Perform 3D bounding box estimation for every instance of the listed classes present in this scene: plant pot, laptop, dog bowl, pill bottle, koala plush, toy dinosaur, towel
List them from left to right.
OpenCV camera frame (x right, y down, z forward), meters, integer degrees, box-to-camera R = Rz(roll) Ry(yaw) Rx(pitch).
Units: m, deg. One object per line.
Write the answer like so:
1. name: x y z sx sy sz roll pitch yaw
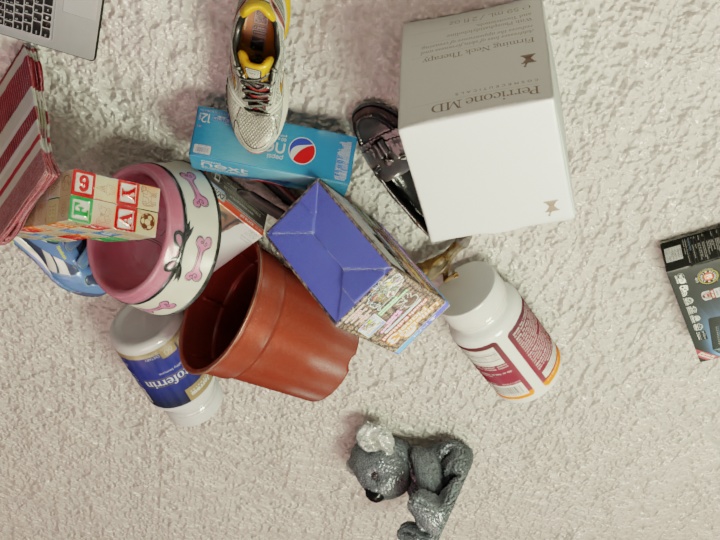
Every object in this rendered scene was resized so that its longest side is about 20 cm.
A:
1. laptop: -0.388 -0.303 1.116 0.198 0.117 0.188 15 135 -10
2. towel: -0.409 -0.151 1.221 0.023 0.202 0.144 10 141 -41
3. dog bowl: -0.268 -0.046 1.292 0.199 0.202 0.073 -33 155 32
4. pill bottle: -0.285 0.138 1.541 0.114 0.117 0.201 -9 134 14
5. plant pot: -0.119 0.083 1.428 0.194 0.202 0.200 27 132 -30
6. koala plush: 0.069 0.335 1.694 0.198 0.185 0.178 24 148 10
7. toy dinosaur: 0.075 0.013 1.408 0.198 0.107 0.061 -24 133 18
8. pill bottle: 0.194 0.087 1.445 0.113 0.115 0.200 -22 129 25

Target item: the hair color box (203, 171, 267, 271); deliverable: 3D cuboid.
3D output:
1. hair color box: -0.232 -0.049 1.389 0.199 0.064 0.111 -34 122 31

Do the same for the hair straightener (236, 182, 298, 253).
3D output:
1. hair straightener: -0.094 -0.053 1.369 0.041 0.077 0.200 13 158 48

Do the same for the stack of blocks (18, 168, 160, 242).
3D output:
1. stack of blocks: -0.344 -0.071 1.235 0.114 0.059 0.199 11 170 -43

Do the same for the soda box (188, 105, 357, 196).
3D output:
1. soda box: -0.108 -0.145 1.265 0.197 0.065 0.068 11 170 -5

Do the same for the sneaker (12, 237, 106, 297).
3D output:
1. sneaker: -0.406 -0.038 1.410 0.082 0.074 0.200 -27 127 26

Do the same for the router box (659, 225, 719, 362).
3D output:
1. router box: 0.508 0.026 1.392 0.148 0.063 0.201 -18 130 20

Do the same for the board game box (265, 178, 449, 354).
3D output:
1. board game box: 0.000 0.000 1.276 0.097 0.160 0.200 -44 153 8

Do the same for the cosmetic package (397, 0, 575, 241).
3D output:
1. cosmetic package: 0.140 -0.168 1.139 0.165 0.201 0.167 -9 133 13

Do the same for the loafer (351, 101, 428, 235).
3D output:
1. loafer: 0.056 -0.124 1.286 0.071 0.063 0.200 -22 129 24

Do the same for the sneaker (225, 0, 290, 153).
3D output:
1. sneaker: -0.122 -0.226 1.165 0.077 0.082 0.202 4 121 2
